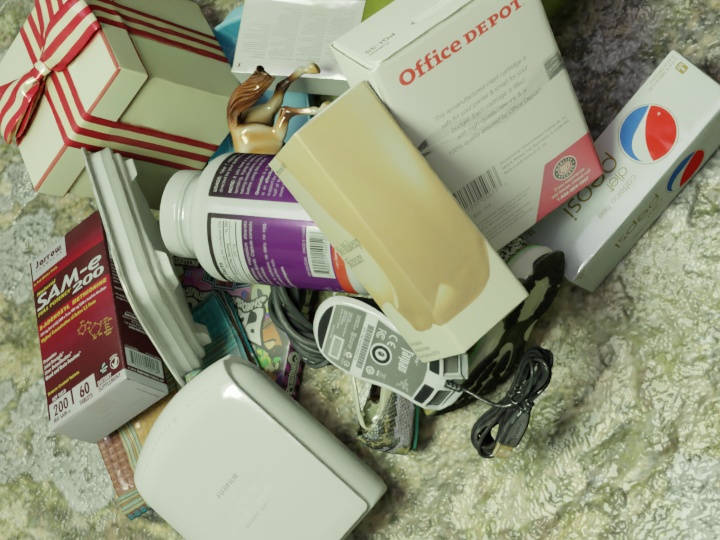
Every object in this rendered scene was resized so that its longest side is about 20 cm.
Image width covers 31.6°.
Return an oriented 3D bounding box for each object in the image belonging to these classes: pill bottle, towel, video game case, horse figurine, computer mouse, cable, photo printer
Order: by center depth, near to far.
[{"bbox_3d":[0.055,0.072,1.046,0.199,0.044,0.110,27,123,14],"label":"computer mouse"},{"bbox_3d":[-0.066,-0.042,1.084,0.198,0.112,0.113,5,83,22],"label":"pill bottle"},{"bbox_3d":[-0.099,0.187,1.142,0.200,0.069,0.167,42,110,5],"label":"photo printer"},{"bbox_3d":[0.000,0.000,1.164,0.162,0.051,0.201,22,98,3],"label":"cable"},{"bbox_3d":[-0.063,-0.108,1.183,0.132,0.200,0.050,-28,32,17],"label":"horse figurine"},{"bbox_3d":[-0.179,0.130,1.227,0.199,0.022,0.147,-35,68,20],"label":"towel"},{"bbox_3d":[-0.147,0.080,1.250,0.199,0.036,0.183,8,86,28],"label":"video game case"}]

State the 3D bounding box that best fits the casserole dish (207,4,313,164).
[{"bbox_3d":[-0.098,-0.169,1.272,0.120,0.039,0.202,-14,73,25],"label":"casserole dish"}]

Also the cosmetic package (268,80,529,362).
[{"bbox_3d":[0.025,-0.032,0.953,0.071,0.105,0.200,-39,92,-17],"label":"cosmetic package"}]

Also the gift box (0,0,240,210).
[{"bbox_3d":[-0.254,-0.183,1.248,0.185,0.186,0.200,-52,53,25],"label":"gift box"}]

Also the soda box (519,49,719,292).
[{"bbox_3d":[0.228,-0.081,1.070,0.068,0.064,0.200,45,102,26],"label":"soda box"}]

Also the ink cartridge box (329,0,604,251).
[{"bbox_3d":[0.087,-0.126,0.994,0.146,0.201,0.083,-35,34,-9],"label":"ink cartridge box"}]

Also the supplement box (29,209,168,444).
[{"bbox_3d":[-0.259,0.054,1.247,0.109,0.061,0.201,-34,52,23],"label":"supplement box"}]

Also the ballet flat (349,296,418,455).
[{"bbox_3d":[0.026,0.064,1.108,0.072,0.072,0.202,13,103,29],"label":"ballet flat"}]

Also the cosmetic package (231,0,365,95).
[{"bbox_3d":[-0.016,-0.209,1.203,0.198,0.051,0.083,7,77,14],"label":"cosmetic package"}]

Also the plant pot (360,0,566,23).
[{"bbox_3d":[0.081,-0.239,1.081,0.186,0.187,0.201,25,77,29],"label":"plant pot"}]

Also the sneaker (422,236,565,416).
[{"bbox_3d":[0.098,0.040,1.090,0.089,0.077,0.201,47,125,30],"label":"sneaker"}]

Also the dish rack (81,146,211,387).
[{"bbox_3d":[-0.191,-0.010,1.162,0.043,0.172,0.201,-24,53,-3],"label":"dish rack"}]
